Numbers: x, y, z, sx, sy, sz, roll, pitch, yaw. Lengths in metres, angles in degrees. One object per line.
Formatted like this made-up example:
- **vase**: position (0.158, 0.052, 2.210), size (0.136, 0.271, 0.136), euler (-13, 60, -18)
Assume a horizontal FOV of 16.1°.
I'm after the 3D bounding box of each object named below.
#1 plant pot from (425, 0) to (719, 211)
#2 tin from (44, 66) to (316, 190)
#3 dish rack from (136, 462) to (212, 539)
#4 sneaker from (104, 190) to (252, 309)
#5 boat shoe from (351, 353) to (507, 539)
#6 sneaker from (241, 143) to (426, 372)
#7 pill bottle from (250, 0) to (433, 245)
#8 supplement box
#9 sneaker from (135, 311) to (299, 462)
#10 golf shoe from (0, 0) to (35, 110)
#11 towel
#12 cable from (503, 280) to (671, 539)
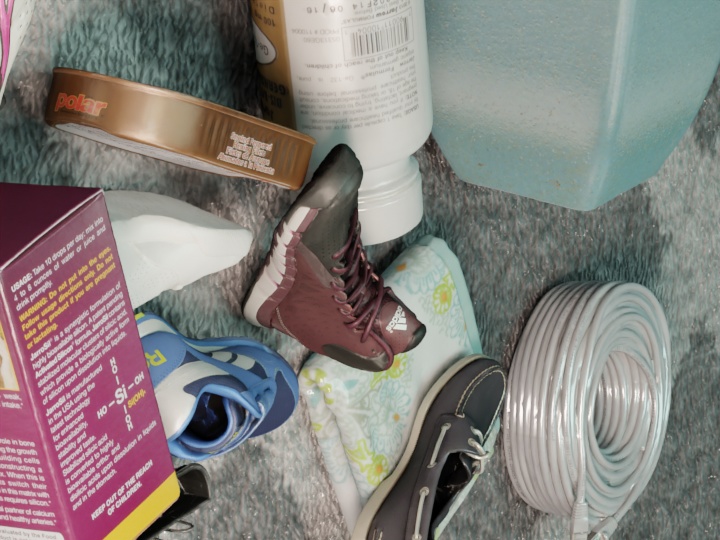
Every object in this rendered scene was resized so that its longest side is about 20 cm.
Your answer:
- **plant pot**: position (0.153, -0.159, 1.876), size (0.196, 0.195, 0.201), euler (-28, 126, -52)
- **tin**: position (-0.109, -0.084, 1.551), size (0.200, 0.112, 0.042), euler (15, 92, -56)
- **dish rack**: position (-0.148, 0.232, 1.592), size (0.153, 0.054, 0.201), euler (-29, 119, -51)
- **sneaker**: position (-0.148, 0.003, 1.555), size (0.200, 0.075, 0.089), euler (-5, 112, -51)
- **boat shoe**: position (0.066, 0.143, 1.816), size (0.200, 0.063, 0.073), euler (-56, 137, -33)
- **sneaker**: position (0.000, 0.000, 1.645), size (0.076, 0.115, 0.200), euler (-56, 177, -28)
- **pill bottle**: position (-0.010, -0.124, 1.687), size (0.114, 0.114, 0.201), euler (-38, 131, -48)
- **supplement box**: position (-0.198, 0.060, 1.419), size (0.103, 0.131, 0.200), euler (-42, 130, -47)
- **sneaker**: position (-0.094, 0.086, 1.603), size (0.074, 0.082, 0.200), euler (-51, 152, 14)
- **golf shoe**: position (-0.215, -0.180, 1.413), size (0.092, 0.072, 0.201), euler (0, 105, -63)
- **towel**: position (0.034, 0.100, 1.857), size (0.171, 0.048, 0.200), euler (-51, 134, -41)
- **cable**: position (0.188, 0.106, 2.075), size (0.200, 0.069, 0.201), euler (-34, 122, -51)
